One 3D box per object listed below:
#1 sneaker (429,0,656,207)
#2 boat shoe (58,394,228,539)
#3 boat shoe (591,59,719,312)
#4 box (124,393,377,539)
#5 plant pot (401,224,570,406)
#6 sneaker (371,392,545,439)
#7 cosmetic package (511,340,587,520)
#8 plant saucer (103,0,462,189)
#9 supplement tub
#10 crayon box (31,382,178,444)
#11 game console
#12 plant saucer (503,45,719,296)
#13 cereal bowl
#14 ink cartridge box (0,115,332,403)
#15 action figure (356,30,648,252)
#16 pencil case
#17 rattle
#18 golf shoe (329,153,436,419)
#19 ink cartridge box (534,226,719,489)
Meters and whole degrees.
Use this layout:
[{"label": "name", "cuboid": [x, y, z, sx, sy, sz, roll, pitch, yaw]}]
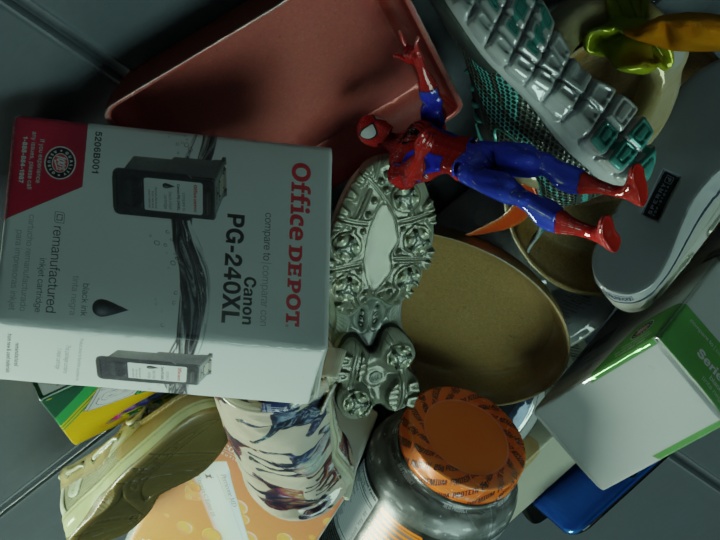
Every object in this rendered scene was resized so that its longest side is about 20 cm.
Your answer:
[{"label": "sneaker", "cuboid": [0.097, -0.116, 1.466, 0.091, 0.200, 0.078, -32, -167, 41]}, {"label": "boat shoe", "cuboid": [-0.158, 0.128, 1.615, 0.073, 0.063, 0.201, -4, 152, -35]}, {"label": "boat shoe", "cuboid": [0.231, -0.058, 1.607, 0.201, 0.071, 0.070, -60, 159, -10]}, {"label": "box", "cuboid": [-0.090, 0.170, 1.716, 0.124, 0.098, 0.200, 27, 129, -4]}, {"label": "plant pot", "cuboid": [0.059, 0.029, 1.659, 0.199, 0.028, 0.200, 13, 143, 10]}, {"label": "sneaker", "cuboid": [0.034, 0.118, 1.785, 0.202, 0.077, 0.146, -29, 151, 26]}, {"label": "cosmetic package", "cuboid": [0.112, 0.138, 1.873, 0.200, 0.105, 0.071, -46, 147, 22]}, {"label": "plant saucer", "cuboid": [-0.050, -0.114, 1.461, 0.199, 0.037, 0.200, -31, 149, 2]}, {"label": "supplement tub", "cuboid": [0.041, 0.186, 1.716, 0.122, 0.123, 0.200, -4, 141, -34]}, {"label": "crayon box", "cuboid": [-0.125, 0.040, 1.547, 0.199, 0.058, 0.173, -25, 166, -5]}, {"label": "game console", "cuboid": [0.232, 0.154, 1.941, 0.200, 0.118, 0.171, -41, 149, -6]}, {"label": "plant saucer", "cuboid": [0.183, -0.081, 1.630, 0.199, 0.035, 0.201, -10, 114, -23]}, {"label": "cereal bowl", "cuboid": [0.135, 0.005, 1.729, 0.199, 0.083, 0.200, -20, 147, -14]}, {"label": "ink cartridge box", "cuboid": [-0.117, -0.006, 1.383, 0.199, 0.146, 0.083, 5, 152, -7]}, {"label": "action figure", "cuboid": [0.074, -0.082, 1.422, 0.065, 0.199, 0.099, -56, 143, -25]}, {"label": "pencil case", "cuboid": [-0.048, 0.098, 1.519, 0.078, 0.089, 0.200, -62, 163, -23]}, {"label": "rattle", "cuboid": [0.167, -0.085, 1.523, 0.200, 0.143, 0.130, -56, 140, -4]}, {"label": "golf shoe", "cuboid": [0.000, 0.000, 1.566, 0.078, 0.097, 0.201, -3, 121, -17]}, {"label": "ink cartridge box", "cuboid": [0.239, 0.051, 1.676, 0.146, 0.084, 0.200, -37, -174, 48]}]
